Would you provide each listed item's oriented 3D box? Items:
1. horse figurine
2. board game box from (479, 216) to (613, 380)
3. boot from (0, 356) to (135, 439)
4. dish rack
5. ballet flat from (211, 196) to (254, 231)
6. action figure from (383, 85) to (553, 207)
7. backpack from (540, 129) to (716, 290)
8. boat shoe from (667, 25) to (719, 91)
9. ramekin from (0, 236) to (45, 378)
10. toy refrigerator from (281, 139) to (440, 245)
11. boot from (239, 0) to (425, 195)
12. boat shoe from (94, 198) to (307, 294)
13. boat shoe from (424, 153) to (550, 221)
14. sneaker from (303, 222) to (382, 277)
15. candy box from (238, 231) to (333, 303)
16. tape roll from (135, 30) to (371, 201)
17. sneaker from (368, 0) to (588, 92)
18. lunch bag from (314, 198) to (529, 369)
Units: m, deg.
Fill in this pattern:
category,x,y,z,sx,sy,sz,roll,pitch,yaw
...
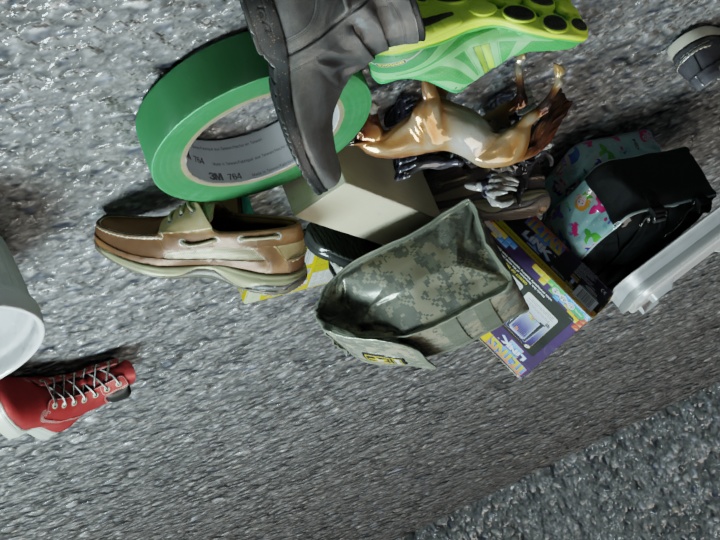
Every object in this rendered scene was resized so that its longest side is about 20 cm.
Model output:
category,x,y,z,sx,sy,sz,roll,pitch,yaw
horse figurine,0.103,-0.143,1.221,0.199,0.050,0.133,13,110,-21
board game box,0.166,0.008,1.550,0.057,0.200,0.165,-42,175,-36
boot,-0.334,0.132,1.525,0.144,0.073,0.200,-25,168,4
dish rack,0.372,-0.017,1.534,0.200,0.044,0.172,-36,170,-2
ballet flat,-0.124,-0.030,1.362,0.063,0.069,0.200,-12,152,6
action figure,0.126,-0.120,1.311,0.199,0.120,0.102,-2,-171,-29
backpack,0.286,-0.060,1.570,0.177,0.151,0.200,-14,149,-33
boat shoe,0.405,-0.215,1.438,0.199,0.063,0.073,-5,153,-40
ramekin,-0.385,0.034,1.174,0.199,0.106,0.200,-20,159,-8
toy refrigerator,-0.003,-0.081,1.330,0.070,0.076,0.200,-31,159,23
boot,-0.008,-0.158,1.027,0.131,0.070,0.201,-19,126,-3
boat shoe,-0.143,-0.034,1.244,0.198,0.076,0.074,9,115,4
boat shoe,0.103,-0.085,1.439,0.199,0.074,0.074,-6,173,17
sneaker,0.000,0.000,1.465,0.199,0.074,0.089,15,127,-47
candy box,-0.035,-0.018,1.518,0.199,0.027,0.102,-14,156,-21
tape roll,-0.090,-0.131,1.154,0.199,0.048,0.201,-20,159,-8
sneaker,0.094,-0.199,1.142,0.199,0.074,0.084,-7,148,-14
lunch bag,0.059,0.034,1.383,0.199,0.118,0.164,-28,163,5
